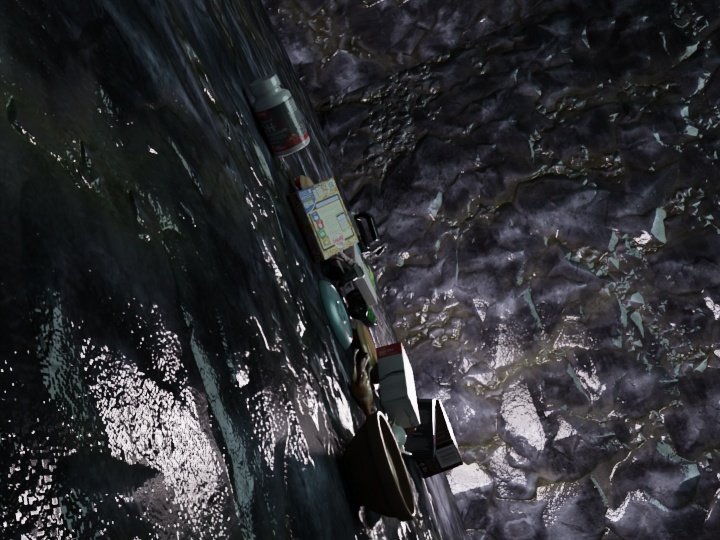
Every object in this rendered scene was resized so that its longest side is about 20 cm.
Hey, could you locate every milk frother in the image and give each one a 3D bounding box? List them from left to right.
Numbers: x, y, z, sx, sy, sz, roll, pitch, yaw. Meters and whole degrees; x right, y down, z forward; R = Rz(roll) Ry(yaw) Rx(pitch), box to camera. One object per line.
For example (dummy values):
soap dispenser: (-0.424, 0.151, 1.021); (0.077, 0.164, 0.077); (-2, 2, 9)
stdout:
milk frother: (0.003, -0.142, 2.553); (0.200, 0.180, 0.189); (35, 35, -76)

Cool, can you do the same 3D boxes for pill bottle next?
pill bottle: (-0.223, -0.420, 1.645); (0.111, 0.110, 0.201); (-102, 169, -63)

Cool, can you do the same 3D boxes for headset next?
headset: (-0.001, 0.099, 1.996); (0.200, 0.094, 0.124); (47, 15, -28)

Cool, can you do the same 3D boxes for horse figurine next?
horse figurine: (0.008, 0.281, 1.514); (0.200, 0.050, 0.133); (76, 15, -51)

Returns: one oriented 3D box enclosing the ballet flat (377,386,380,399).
ballet flat: (0.100, 0.419, 1.957); (0.200, 0.072, 0.072); (57, 13, -65)

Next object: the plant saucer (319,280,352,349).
plant saucer: (-0.062, 0.116, 1.652); (0.200, 0.027, 0.201); (-21, 90, -85)

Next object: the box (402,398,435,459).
box: (0.195, 0.518, 2.013); (0.200, 0.104, 0.183); (46, 43, -78)

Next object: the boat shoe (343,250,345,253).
boat shoe: (-0.071, -0.041, 1.951); (0.201, 0.071, 0.070); (-98, 166, -70)

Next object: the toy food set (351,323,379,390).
toy food set: (0.020, 0.255, 1.836); (0.198, 0.048, 0.201); (-36, 104, -85)

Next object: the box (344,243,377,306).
box: (0.000, 0.000, 1.950); (0.145, 0.036, 0.200); (-97, 166, -46)

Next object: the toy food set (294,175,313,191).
toy food set: (-0.142, -0.186, 1.815); (0.198, 0.048, 0.201); (49, 19, -70)

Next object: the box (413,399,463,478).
box: (0.263, 0.626, 2.266); (0.200, 0.164, 0.166); (-105, 171, -56)

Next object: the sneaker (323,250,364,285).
sneaker: (-0.080, -0.020, 1.792); (0.200, 0.090, 0.067); (40, -25, 40)

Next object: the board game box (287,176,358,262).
board game box: (-0.101, -0.143, 1.702); (0.151, 0.046, 0.201); (-29, 101, -43)

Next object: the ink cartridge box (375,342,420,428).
ink cartridge box: (0.106, 0.333, 1.756); (0.200, 0.082, 0.147); (-95, 167, -49)

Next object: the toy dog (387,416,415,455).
toy dog: (0.098, 0.445, 1.604); (0.200, 0.096, 0.132); (-90, 158, -78)

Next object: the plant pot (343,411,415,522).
plant pot: (0.027, 0.375, 1.141); (0.201, 0.092, 0.202); (-21, 90, -85)
